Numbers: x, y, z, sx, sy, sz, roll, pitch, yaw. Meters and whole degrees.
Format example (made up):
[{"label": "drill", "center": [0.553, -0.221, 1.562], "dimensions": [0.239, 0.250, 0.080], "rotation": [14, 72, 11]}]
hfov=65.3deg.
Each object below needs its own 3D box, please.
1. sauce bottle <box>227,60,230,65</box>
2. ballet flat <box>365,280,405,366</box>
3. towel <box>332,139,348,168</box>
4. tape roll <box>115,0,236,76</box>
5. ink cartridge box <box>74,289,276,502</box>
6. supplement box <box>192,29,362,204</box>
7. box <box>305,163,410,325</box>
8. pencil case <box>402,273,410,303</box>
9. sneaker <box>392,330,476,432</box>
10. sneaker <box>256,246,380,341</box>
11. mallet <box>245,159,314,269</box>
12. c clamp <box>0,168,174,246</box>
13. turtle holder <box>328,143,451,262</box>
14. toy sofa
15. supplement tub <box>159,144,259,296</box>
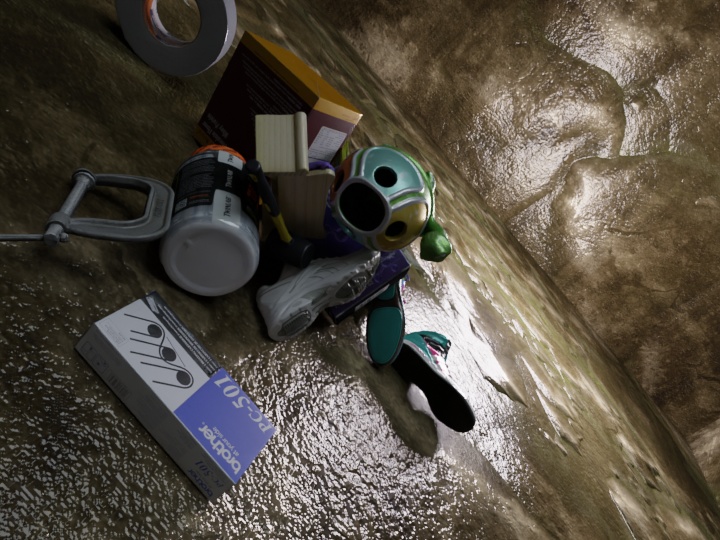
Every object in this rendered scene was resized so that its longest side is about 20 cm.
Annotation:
[{"label": "sauce bottle", "center": [-0.236, -0.384, 1.216], "dimensions": [0.064, 0.064, 0.202], "rotation": [15, 42, -52]}, {"label": "ballet flat", "center": [0.046, 0.063, 0.976], "dimensions": [0.074, 0.073, 0.205], "rotation": [16, 74, -52]}, {"label": "towel", "center": [-0.090, -0.209, 1.042], "dimensions": [0.018, 0.198, 0.088], "rotation": [-1, 92, -42]}, {"label": "tape roll", "center": [-0.323, -0.454, 0.992], "dimensions": [0.200, 0.200, 0.067], "rotation": [40, 24, -19]}, {"label": "ink cartridge box", "center": [-0.181, 0.122, 0.569], "dimensions": [0.201, 0.044, 0.094], "rotation": [50, 24, -1]}, {"label": "supplement box", "center": [-0.144, -0.247, 0.955], "dimensions": [0.197, 0.201, 0.132], "rotation": [45, 23, 22]}, {"label": "box", "center": [-0.035, -0.039, 0.904], "dimensions": [0.202, 0.147, 0.104], "rotation": [55, -8, 8]}, {"label": "pencil case", "center": [0.000, 0.000, 1.035], "dimensions": [0.198, 0.088, 0.089], "rotation": [31, 28, -32]}, {"label": "sneaker", "center": [0.144, 0.187, 1.022], "dimensions": [0.201, 0.084, 0.121], "rotation": [49, 32, 2]}, {"label": "sneaker", "center": [-0.064, 0.008, 0.803], "dimensions": [0.100, 0.198, 0.079], "rotation": [51, -21, 27]}, {"label": "mallet", "center": [-0.115, -0.072, 0.709], "dimensions": [0.065, 0.042, 0.201], "rotation": [20, -25, 26]}, {"label": "c clamp", "center": [-0.292, -0.074, 0.618], "dimensions": [0.167, 0.028, 0.201], "rotation": [6, 27, -12]}, {"label": "turtle holder", "center": [0.033, -0.080, 0.777], "dimensions": [0.188, 0.139, 0.132], "rotation": [63, 25, -4]}, {"label": "toy sofa", "center": [-0.090, -0.117, 0.757], "dimensions": [0.095, 0.201, 0.085], "rotation": [-2, 68, -8]}, {"label": "supplement tub", "center": [-0.194, -0.075, 0.746], "dimensions": [0.122, 0.122, 0.202], "rotation": [33, 28, -33]}]
